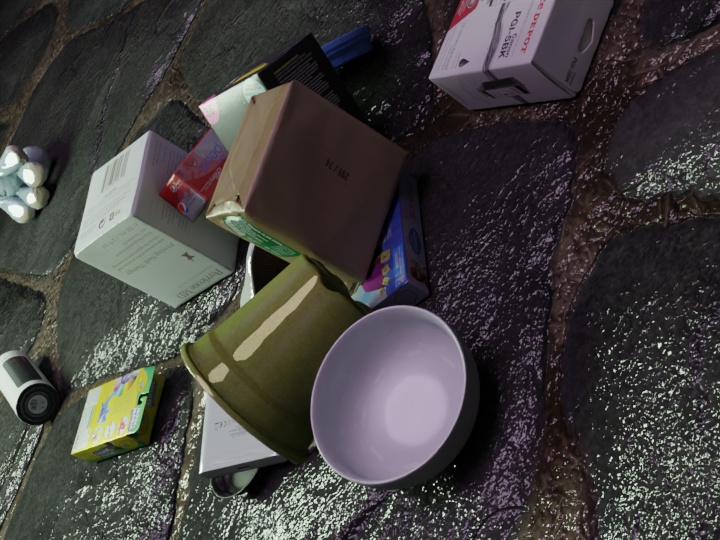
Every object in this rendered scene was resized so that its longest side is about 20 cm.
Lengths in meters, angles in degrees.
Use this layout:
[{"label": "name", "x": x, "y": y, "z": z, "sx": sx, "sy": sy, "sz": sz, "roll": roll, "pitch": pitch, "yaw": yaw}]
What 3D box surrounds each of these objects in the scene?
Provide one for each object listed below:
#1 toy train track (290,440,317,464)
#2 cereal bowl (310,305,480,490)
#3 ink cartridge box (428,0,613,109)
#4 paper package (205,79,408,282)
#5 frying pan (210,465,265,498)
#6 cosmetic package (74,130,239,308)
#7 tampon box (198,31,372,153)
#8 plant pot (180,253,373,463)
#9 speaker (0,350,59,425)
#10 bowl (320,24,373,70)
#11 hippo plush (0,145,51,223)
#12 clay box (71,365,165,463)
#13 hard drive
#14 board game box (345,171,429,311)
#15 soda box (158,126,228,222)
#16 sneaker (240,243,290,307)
[{"label": "toy train track", "x": -0.028, "y": 0.170, "z": 1.546, "sx": 0.200, "sy": 0.032, "sz": 0.115, "roll": -44, "pitch": 35, "yaw": 28}, {"label": "cereal bowl", "x": 0.047, "y": 0.145, "z": 1.384, "sx": 0.198, "sy": 0.083, "sz": 0.203, "roll": -14, "pitch": 62, "yaw": 29}, {"label": "ink cartridge box", "x": 0.193, "y": -0.284, "z": 1.542, "sx": 0.199, "sy": 0.082, "sz": 0.148, "roll": 2, "pitch": 66, "yaw": 56}, {"label": "paper package", "x": -0.063, "y": -0.106, "z": 1.581, "sx": 0.103, "sy": 0.199, "sz": 0.193, "roll": -7, "pitch": 59, "yaw": 54}, {"label": "frying pan", "x": -0.155, "y": 0.218, "z": 1.691, "sx": 0.114, "sy": 0.031, "sz": 0.192, "roll": -33, "pitch": 39, "yaw": 33}, {"label": "cosmetic package", "x": -0.311, "y": -0.078, "z": 1.993, "sx": 0.167, "sy": 0.199, "sz": 0.168, "roll": -29, "pitch": 44, "yaw": 40}, {"label": "tampon box", "x": -0.093, "y": -0.192, "z": 1.739, "sx": 0.149, "sy": 0.201, "sz": 0.126, "roll": -19, "pitch": 20, "yaw": 48}, {"label": "plant pot", "x": -0.079, "y": 0.090, "z": 1.497, "sx": 0.185, "sy": 0.200, "sz": 0.200, "roll": -48, "pitch": 32, "yaw": 4}, {"label": "speaker", "x": -0.613, "y": 0.213, "z": 2.317, "sx": 0.082, "sy": 0.081, "sz": 0.200, "roll": -61, "pitch": 31, "yaw": 0}, {"label": "bowl", "x": -0.070, "y": -0.302, "z": 1.882, "sx": 0.199, "sy": 0.040, "sz": 0.201, "roll": -27, "pitch": 9, "yaw": 4}, {"label": "hippo plush", "x": -0.760, "y": -0.194, "z": 2.837, "sx": 0.199, "sy": 0.160, "sz": 0.161, "roll": -31, "pitch": 9, "yaw": 17}, {"label": "clay box", "x": -0.373, "y": 0.226, "z": 1.988, "sx": 0.199, "sy": 0.047, "sz": 0.116, "roll": -21, "pitch": 49, "yaw": 45}, {"label": "hard drive", "x": -0.147, "y": 0.163, "z": 1.662, "sx": 0.131, "sy": 0.027, "sz": 0.202, "roll": -17, "pitch": 55, "yaw": 29}, {"label": "board game box", "x": 0.000, "y": 0.000, "z": 1.633, "sx": 0.199, "sy": 0.041, "sz": 0.202, "roll": -39, "pitch": 37, "yaw": 32}, {"label": "soda box", "x": -0.224, "y": -0.169, "z": 1.939, "sx": 0.063, "sy": 0.070, "sz": 0.201, "roll": -43, "pitch": 12, "yaw": 46}, {"label": "sneaker", "x": -0.135, "y": 0.004, "z": 1.759, "sx": 0.085, "sy": 0.072, "sz": 0.203, "roll": -144, "pitch": 64, "yaw": -65}]
